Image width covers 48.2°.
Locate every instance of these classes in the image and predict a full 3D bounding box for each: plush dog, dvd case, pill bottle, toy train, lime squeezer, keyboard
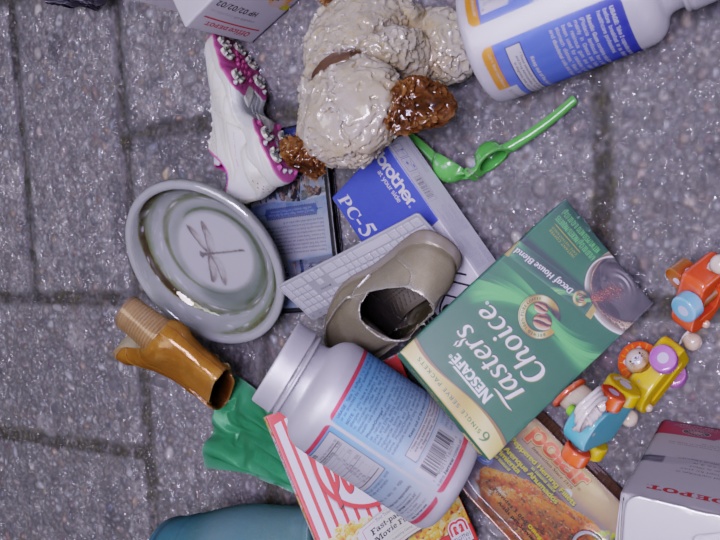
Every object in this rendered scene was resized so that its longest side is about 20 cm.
[{"bbox_3d":[-0.002,-0.169,0.723,0.197,0.160,0.175,-21,49,29],"label":"plush dog"},{"bbox_3d":[-0.085,-0.054,0.895,0.140,0.017,0.205,-5,92,30],"label":"dvd case"},{"bbox_3d":[0.004,0.138,0.739,0.198,0.109,0.110,34,112,-2],"label":"pill bottle"},{"bbox_3d":[0.221,0.065,0.649,0.055,0.199,0.152,40,157,35],"label":"toy train"},{"bbox_3d":[0.187,-0.225,0.664,0.197,0.111,0.115,-16,88,30],"label":"pill bottle"},{"bbox_3d":[0.110,-0.120,0.772,0.196,0.038,0.072,-1,65,31],"label":"lime squeezer"},{"bbox_3d":[0.000,0.000,0.780,0.198,0.011,0.056,-26,127,39],"label":"keyboard"}]

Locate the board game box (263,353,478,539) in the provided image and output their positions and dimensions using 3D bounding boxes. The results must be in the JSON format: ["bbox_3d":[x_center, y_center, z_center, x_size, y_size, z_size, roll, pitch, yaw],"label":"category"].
[{"bbox_3d":[0.009,0.209,0.806,0.149,0.046,0.203,-23,83,-14],"label":"board game box"}]

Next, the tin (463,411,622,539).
[{"bbox_3d":[0.175,0.211,0.765,0.200,0.042,0.113,46,119,19],"label":"tin"}]

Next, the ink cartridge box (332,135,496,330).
[{"bbox_3d":[0.063,-0.020,0.780,0.094,0.044,0.202,-41,79,40],"label":"ink cartridge box"}]

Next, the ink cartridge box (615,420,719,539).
[{"bbox_3d":[0.282,0.189,0.607,0.144,0.199,0.085,7,99,29],"label":"ink cartridge box"}]

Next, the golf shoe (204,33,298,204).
[{"bbox_3d":[-0.139,-0.164,0.868,0.091,0.075,0.203,-33,66,26],"label":"golf shoe"}]

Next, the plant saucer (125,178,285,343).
[{"bbox_3d":[-0.162,-0.016,0.882,0.196,0.050,0.204,13,126,18],"label":"plant saucer"}]

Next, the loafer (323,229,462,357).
[{"bbox_3d":[0.017,0.038,0.751,0.075,0.069,0.200,35,135,-7],"label":"loafer"}]

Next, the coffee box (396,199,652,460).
[{"bbox_3d":[0.141,0.051,0.698,0.199,0.044,0.124,-40,86,-5],"label":"coffee box"}]

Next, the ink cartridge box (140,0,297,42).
[{"bbox_3d":[-0.120,-0.304,0.830,0.198,0.114,0.069,-32,79,29],"label":"ink cartridge box"}]

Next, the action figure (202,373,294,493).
[{"bbox_3d":[-0.084,0.202,0.903,0.197,0.054,0.121,18,103,29],"label":"action figure"}]

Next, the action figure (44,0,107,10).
[{"bbox_3d":[-0.334,-0.419,0.950,0.117,0.101,0.205,13,104,39],"label":"action figure"}]

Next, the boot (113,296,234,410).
[{"bbox_3d":[-0.211,0.111,0.925,0.143,0.202,0.071,39,69,4],"label":"boot"}]

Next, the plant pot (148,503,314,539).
[{"bbox_3d":[-0.105,0.341,0.864,0.185,0.200,0.204,-22,85,15],"label":"plant pot"}]
